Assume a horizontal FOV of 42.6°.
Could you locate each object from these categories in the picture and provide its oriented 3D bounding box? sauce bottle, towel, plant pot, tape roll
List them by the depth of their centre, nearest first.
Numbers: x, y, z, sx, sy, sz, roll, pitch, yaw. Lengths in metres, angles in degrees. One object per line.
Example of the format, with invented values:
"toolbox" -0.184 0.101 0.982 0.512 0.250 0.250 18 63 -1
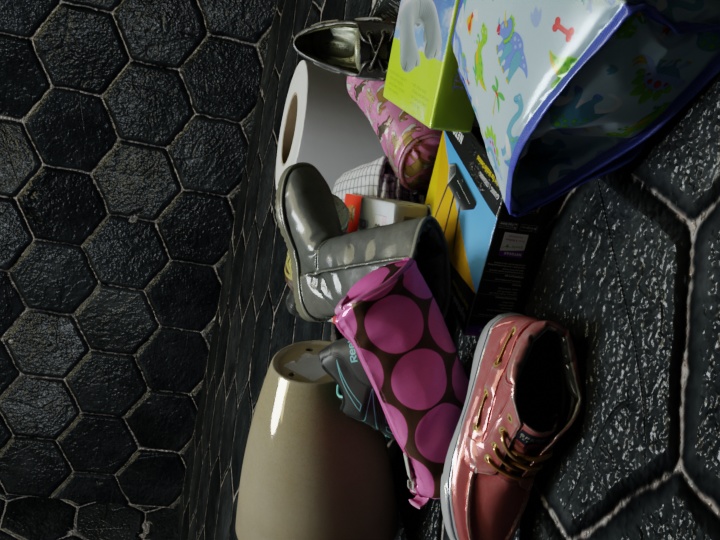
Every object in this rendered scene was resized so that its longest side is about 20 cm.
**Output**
"plant pot" -0.047 0.187 0.995 0.188 0.184 0.203 -114 22 -64
"sauce bottle" -0.058 -0.010 1.104 0.201 0.064 0.066 109 163 -53
"towel" 0.024 -0.028 1.127 0.165 0.084 0.204 177 97 -67
"tape roll" -0.039 -0.194 1.357 0.202 0.137 0.206 -170 90 -75

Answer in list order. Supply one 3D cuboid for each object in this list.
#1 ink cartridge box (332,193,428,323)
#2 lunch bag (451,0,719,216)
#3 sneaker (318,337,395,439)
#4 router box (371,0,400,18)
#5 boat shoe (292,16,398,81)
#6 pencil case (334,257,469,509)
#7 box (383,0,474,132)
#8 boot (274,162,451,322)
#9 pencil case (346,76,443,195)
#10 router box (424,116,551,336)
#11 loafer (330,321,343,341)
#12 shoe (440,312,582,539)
"ink cartridge box" 0.000 0.000 1.020 0.199 0.056 0.166 17 102 59
"lunch bag" 0.140 -0.161 0.644 0.200 0.126 0.172 -50 43 47
"sneaker" 0.023 0.122 0.915 0.201 0.078 0.076 64 -160 -44
"router box" 0.083 -0.362 1.018 0.203 0.061 0.150 -69 10 -22
"boat shoe" 0.014 -0.234 0.986 0.198 0.066 0.073 14 114 35
"pencil case" 0.045 0.096 0.789 0.202 0.093 0.091 65 168 -6
"box" 0.078 -0.239 0.830 0.122 0.047 0.203 -131 47 -60
"boot" -0.001 -0.031 0.902 0.199 0.072 0.185 -10 93 58
"pencil case" 0.048 -0.172 1.041 0.201 0.081 0.087 -117 19 -44
"router box" 0.110 -0.052 0.866 0.201 0.050 0.151 -109 29 -62
"loafer" -0.006 0.130 1.172 0.201 0.072 0.072 -100 23 -52
"shoe" 0.115 0.134 0.712 0.091 0.070 0.204 175 107 -78
